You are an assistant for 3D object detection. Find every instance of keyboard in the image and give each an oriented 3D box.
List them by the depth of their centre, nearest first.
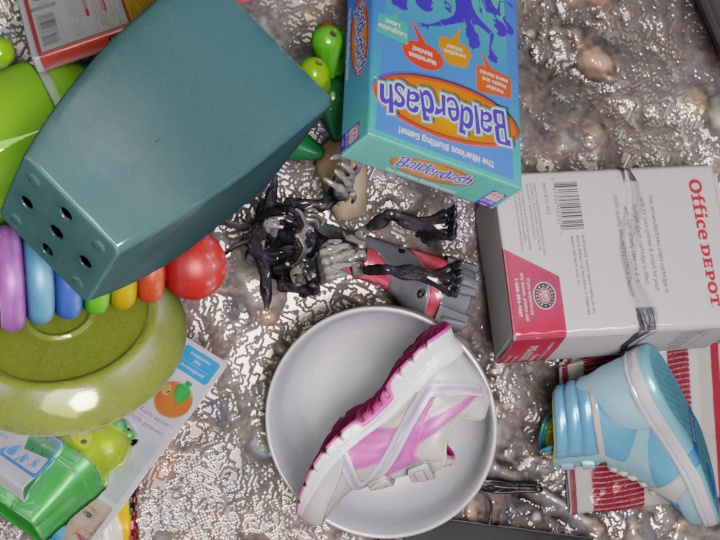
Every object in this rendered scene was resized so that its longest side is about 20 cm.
[{"bbox_3d":[0.112,0.238,1.121,0.196,0.021,0.129,9,96,-9],"label":"keyboard"}]

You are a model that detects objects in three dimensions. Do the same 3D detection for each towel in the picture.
[{"bbox_3d":[0.279,0.141,1.140,0.196,0.023,0.147,-6,95,-6],"label":"towel"}]

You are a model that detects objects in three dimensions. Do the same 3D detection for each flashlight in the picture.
[{"bbox_3d":[0.000,0.000,1.073,0.197,0.068,0.069,15,99,-9],"label":"flashlight"}]

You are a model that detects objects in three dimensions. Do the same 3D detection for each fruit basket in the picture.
[{"bbox_3d":[-0.235,0.104,0.996,0.184,0.094,0.201,29,70,17],"label":"fruit basket"}]

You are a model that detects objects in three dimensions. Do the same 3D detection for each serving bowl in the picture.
[{"bbox_3d":[0.020,0.123,1.069,0.196,0.066,0.204,2,102,8],"label":"serving bowl"}]

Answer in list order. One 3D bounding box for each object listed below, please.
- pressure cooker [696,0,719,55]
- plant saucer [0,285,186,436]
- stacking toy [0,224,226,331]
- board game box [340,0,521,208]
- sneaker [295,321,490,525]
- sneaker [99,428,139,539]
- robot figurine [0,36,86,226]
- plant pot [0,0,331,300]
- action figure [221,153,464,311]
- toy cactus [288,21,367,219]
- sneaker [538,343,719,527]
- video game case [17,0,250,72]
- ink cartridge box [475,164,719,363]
[{"bbox_3d":[0.353,-0.287,1.059,0.175,0.178,0.203,-28,96,-37],"label":"pressure cooker"},{"bbox_3d":[-0.237,0.043,0.990,0.196,0.202,0.031,-4,136,-7],"label":"plant saucer"},{"bbox_3d":[-0.202,0.000,0.965,0.197,0.085,0.087,-4,93,-18],"label":"stacking toy"},{"bbox_3d":[0.060,-0.167,1.021,0.150,0.045,0.203,16,63,-29],"label":"board game box"},{"bbox_3d":[0.027,0.140,0.997,0.088,0.081,0.200,43,105,-1],"label":"sneaker"},{"bbox_3d":[-0.228,0.226,1.052,0.081,0.078,0.204,-1,83,-4],"label":"sneaker"},{"bbox_3d":[-0.278,-0.099,0.997,0.198,0.116,0.177,-24,73,-18],"label":"robot figurine"},{"bbox_3d":[-0.152,-0.085,0.899,0.141,0.141,0.200,45,55,-2],"label":"plant pot"},{"bbox_3d":[-0.017,-0.030,0.995,0.196,0.102,0.121,4,65,-6],"label":"action figure"},{"bbox_3d":[-0.029,-0.126,1.056,0.198,0.102,0.167,-27,122,-31],"label":"toy cactus"},{"bbox_3d":[0.231,0.159,1.096,0.129,0.080,0.201,-20,119,22],"label":"sneaker"},{"bbox_3d":[-0.181,-0.239,1.016,0.197,0.144,0.018,-20,139,-6],"label":"video game case"},{"bbox_3d":[0.209,-0.006,1.071,0.196,0.085,0.147,-3,72,-7],"label":"ink cartridge box"}]
